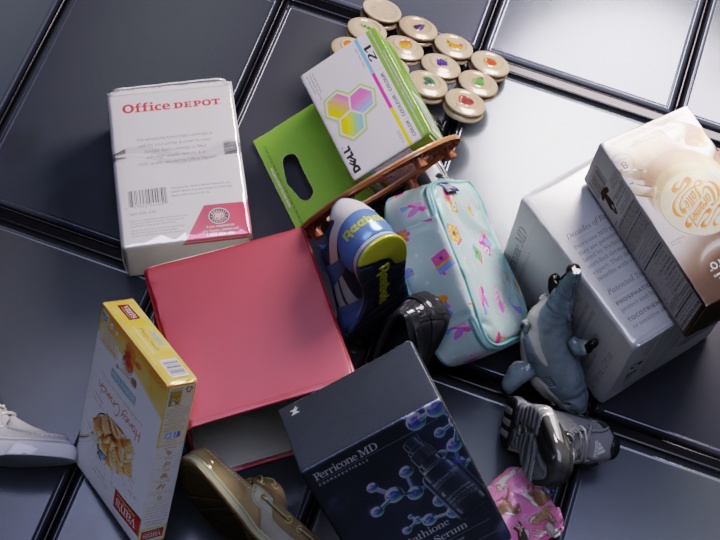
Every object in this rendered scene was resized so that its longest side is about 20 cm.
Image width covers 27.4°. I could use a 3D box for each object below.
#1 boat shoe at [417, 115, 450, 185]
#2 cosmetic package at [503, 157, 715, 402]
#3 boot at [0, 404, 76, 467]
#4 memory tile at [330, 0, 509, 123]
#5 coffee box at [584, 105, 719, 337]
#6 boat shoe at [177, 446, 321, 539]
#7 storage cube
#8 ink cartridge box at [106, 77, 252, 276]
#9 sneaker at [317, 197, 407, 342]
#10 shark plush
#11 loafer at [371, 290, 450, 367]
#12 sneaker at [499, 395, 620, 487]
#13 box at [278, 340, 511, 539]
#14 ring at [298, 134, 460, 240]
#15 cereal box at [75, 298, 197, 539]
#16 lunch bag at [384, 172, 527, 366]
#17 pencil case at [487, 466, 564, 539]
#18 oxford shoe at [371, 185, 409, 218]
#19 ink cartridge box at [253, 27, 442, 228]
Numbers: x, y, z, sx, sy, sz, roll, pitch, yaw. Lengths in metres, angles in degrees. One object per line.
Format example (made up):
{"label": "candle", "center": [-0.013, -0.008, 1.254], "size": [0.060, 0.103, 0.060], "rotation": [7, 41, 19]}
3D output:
{"label": "boat shoe", "center": [0.063, -0.162, 1.717], "size": [0.066, 0.070, 0.201], "rotation": [-27, 62, -14]}
{"label": "cosmetic package", "center": [0.281, -0.001, 1.599], "size": [0.166, 0.168, 0.201], "rotation": [-29, 69, -17]}
{"label": "boot", "center": [-0.389, 0.149, 1.531], "size": [0.198, 0.074, 0.096], "rotation": [5, 72, -1]}
{"label": "memory tile", "center": [0.073, -0.252, 1.751], "size": [0.199, 0.017, 0.154], "rotation": [26, 41, 8]}
{"label": "coffee box", "center": [0.329, -0.051, 1.489], "size": [0.114, 0.080, 0.201], "rotation": [-24, 69, -16]}
{"label": "boat shoe", "center": [-0.105, 0.242, 1.481], "size": [0.200, 0.074, 0.066], "rotation": [52, 57, -22]}
{"label": "storage cube", "center": [-0.113, 0.089, 1.528], "size": [0.199, 0.171, 0.181], "rotation": [-16, 66, -10]}
{"label": "ink cartridge box", "center": [-0.204, -0.106, 1.659], "size": [0.144, 0.085, 0.201], "rotation": [-6, 67, -7]}
{"label": "sneaker", "center": [0.000, 0.000, 1.502], "size": [0.074, 0.201, 0.082], "rotation": [-31, 64, -23]}
{"label": "shark plush", "center": [0.219, 0.065, 1.557], "size": [0.083, 0.201, 0.091], "rotation": [29, 38, 24]}
{"label": "loafer", "center": [0.032, 0.112, 1.520], "size": [0.068, 0.202, 0.070], "rotation": [36, 34, 29]}
{"label": "sneaker", "center": [0.219, 0.176, 1.510], "size": [0.115, 0.200, 0.076], "rotation": [11, 99, -9]}
{"label": "box", "center": [0.035, 0.198, 1.429], "size": [0.148, 0.201, 0.107], "rotation": [-28, 32, 1]}
{"label": "ring", "center": [0.022, -0.083, 1.551], "size": [0.200, 0.200, 0.019], "rotation": [-30, 87, -17]}
{"label": "cereal box", "center": [-0.225, 0.150, 1.459], "size": [0.039, 0.201, 0.144], "rotation": [-8, 36, -36]}
{"label": "lunch bag", "center": [0.107, -0.005, 1.583], "size": [0.077, 0.160, 0.201], "rotation": [-23, 84, 27]}
{"label": "pencil case", "center": [0.118, 0.290, 1.500], "size": [0.200, 0.086, 0.083], "rotation": [-40, 105, -19]}
{"label": "oxford shoe", "center": [0.050, -0.022, 1.656], "size": [0.084, 0.073, 0.201], "rotation": [22, 53, -27]}
{"label": "ink cartridge box", "center": [-0.024, -0.150, 1.653], "size": [0.199, 0.076, 0.148], "rotation": [-32, 70, 11]}
